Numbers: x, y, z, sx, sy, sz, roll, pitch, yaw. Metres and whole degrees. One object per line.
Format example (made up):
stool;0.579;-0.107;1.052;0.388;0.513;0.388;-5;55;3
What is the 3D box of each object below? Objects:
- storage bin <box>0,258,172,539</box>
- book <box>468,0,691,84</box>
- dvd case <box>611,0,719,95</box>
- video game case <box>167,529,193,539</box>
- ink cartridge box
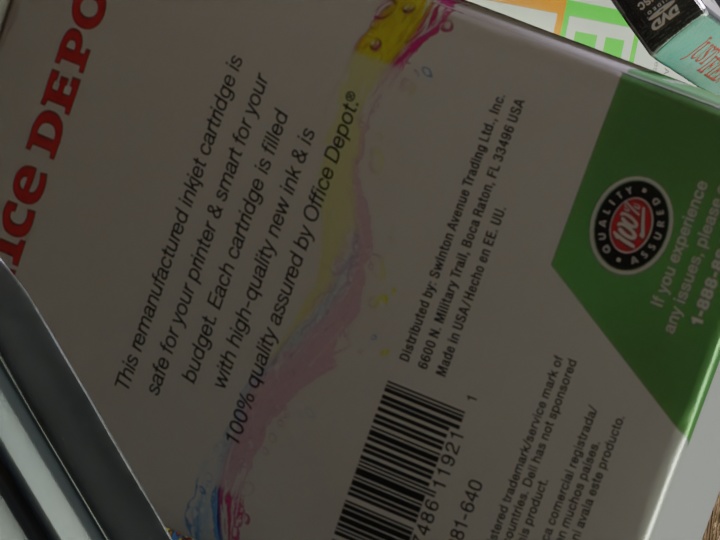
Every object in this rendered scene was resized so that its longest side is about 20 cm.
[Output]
storage bin;-0.117;0.104;0.611;0.134;0.145;0.200;-42;115;-36
book;0.016;-0.047;0.894;0.200;0.048;0.134;5;102;-43
dvd case;0.046;-0.132;0.807;0.022;0.200;0.146;-37;167;12
video game case;-0.093;0.169;0.943;0.182;0.023;0.201;-52;153;-44
ink cartridge box;0.000;0.000;0.755;0.145;0.199;0.084;-70;164;7
